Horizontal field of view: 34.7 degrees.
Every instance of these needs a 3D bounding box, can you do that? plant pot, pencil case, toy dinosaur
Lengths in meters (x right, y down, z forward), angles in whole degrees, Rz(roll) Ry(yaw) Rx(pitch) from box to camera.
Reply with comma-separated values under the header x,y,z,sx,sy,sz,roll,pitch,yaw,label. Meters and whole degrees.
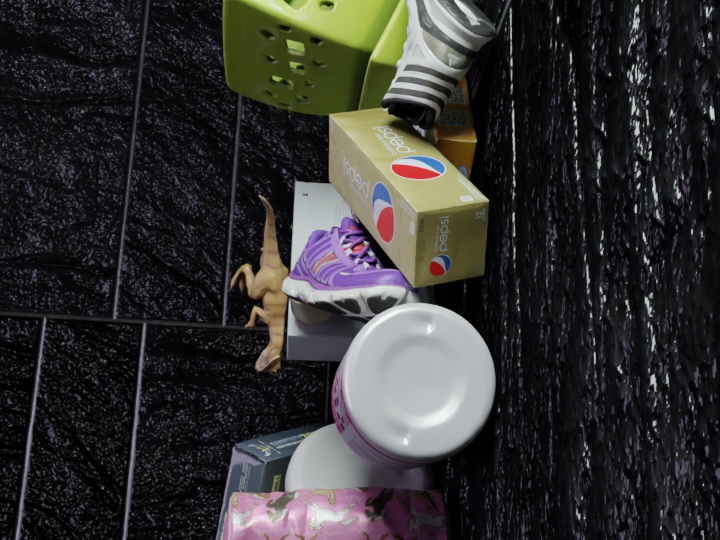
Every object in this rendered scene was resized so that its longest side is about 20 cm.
x,y,z,sx,sy,sz,roll,pitch,yaw,label
-0.014,-0.262,1.146,0.201,0.179,0.200,-63,-2,-18,plant pot
-0.020,0.229,0.963,0.084,0.196,0.087,96,173,-45,pencil case
-0.091,0.002,1.186,0.106,0.060,0.203,-144,48,-59,toy dinosaur

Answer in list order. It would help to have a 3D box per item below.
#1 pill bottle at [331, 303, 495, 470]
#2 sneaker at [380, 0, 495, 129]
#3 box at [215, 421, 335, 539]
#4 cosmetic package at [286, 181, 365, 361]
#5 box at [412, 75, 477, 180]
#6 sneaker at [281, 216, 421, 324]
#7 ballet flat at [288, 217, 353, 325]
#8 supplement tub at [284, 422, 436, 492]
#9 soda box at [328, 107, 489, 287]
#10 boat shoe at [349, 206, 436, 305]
x,y,z,sx,sy,sz,roll,pitch,yaw,label
0.034,0.098,0.908,0.200,0.111,0.115,111,162,-77,pill bottle
0.048,-0.195,0.986,0.116,0.075,0.201,-57,18,22,sneaker
-0.083,0.270,1.210,0.157,0.051,0.203,-6,-69,-54,box
0.000,0.000,1.209,0.052,0.148,0.202,100,173,-53,cosmetic package
0.074,-0.122,1.068,0.201,0.041,0.120,-88,4,-52,box
-0.011,-0.003,0.983,0.199,0.080,0.085,16,88,62,sneaker
0.003,-0.031,1.115,0.200,0.069,0.069,-47,2,-4,ballet flat
-0.007,0.262,1.122,0.146,0.142,0.202,-91,7,-49,supplement tub
0.034,-0.067,0.953,0.200,0.063,0.069,-127,33,-53,soda box
0.034,0.021,1.062,0.071,0.063,0.203,23,-126,-79,boat shoe
